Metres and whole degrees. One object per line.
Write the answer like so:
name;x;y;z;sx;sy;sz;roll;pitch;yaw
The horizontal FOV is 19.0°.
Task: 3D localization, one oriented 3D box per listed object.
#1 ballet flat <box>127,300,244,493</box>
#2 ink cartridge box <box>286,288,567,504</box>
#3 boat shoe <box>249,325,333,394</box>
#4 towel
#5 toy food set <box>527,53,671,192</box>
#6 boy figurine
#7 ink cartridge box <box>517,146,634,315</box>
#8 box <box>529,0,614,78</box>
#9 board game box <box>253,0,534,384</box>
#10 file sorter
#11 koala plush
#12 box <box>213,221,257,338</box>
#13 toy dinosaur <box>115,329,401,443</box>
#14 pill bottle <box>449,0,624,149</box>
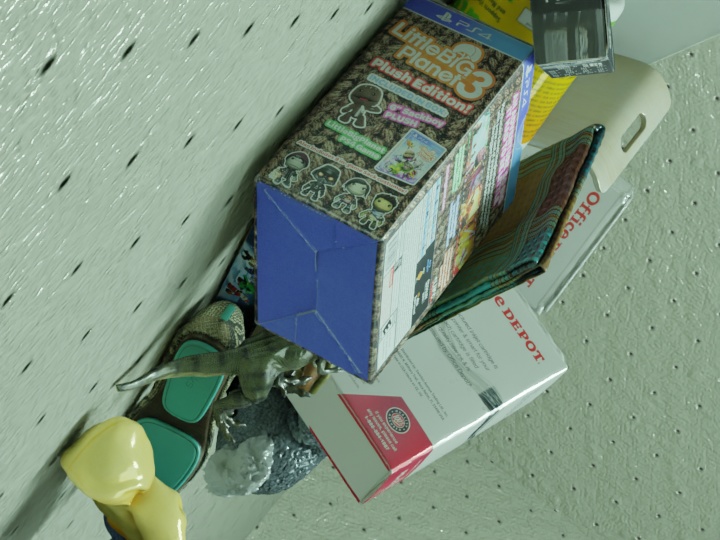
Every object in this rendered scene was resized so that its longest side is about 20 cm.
ballet flat;-0.130;0.100;1.591;0.200;0.068;0.075;-61;180;36
ink cartridge box;0.049;0.079;1.794;0.200;0.145;0.084;-28;167;-30
boat shoe;0.000;0.000;1.590;0.200;0.068;0.072;-53;175;0
towel;0.088;-0.024;1.568;0.200;0.022;0.147;-28;-151;49
toy food set;0.147;-0.135;1.833;0.144;0.200;0.060;-48;146;-40
boy figurine;-0.160;0.170;1.501;0.064;0.124;0.200;-35;154;-16
ink cartridge box;0.139;-0.077;2.038;0.146;0.200;0.085;-54;175;14
box;0.137;-0.211;1.427;0.200;0.050;0.158;-14;99;-82
board game box;0.022;-0.056;1.442;0.200;0.097;0.160;-51;159;-33
file sorter;0.261;-0.277;1.796;0.125;0.139;0.200;-55;-162;-28
koala plush;-0.058;0.138;2.025;0.200;0.184;0.177;-42;177;9
box;-0.050;-0.022;1.600;0.137;0.038;0.200;-49;174;-35
toy dinosaur;-0.071;0.072;1.501;0.200;0.048;0.088;-14;146;-9
pill bottle;0.103;-0.157;1.648;0.200;0.111;0.111;-55;175;25
